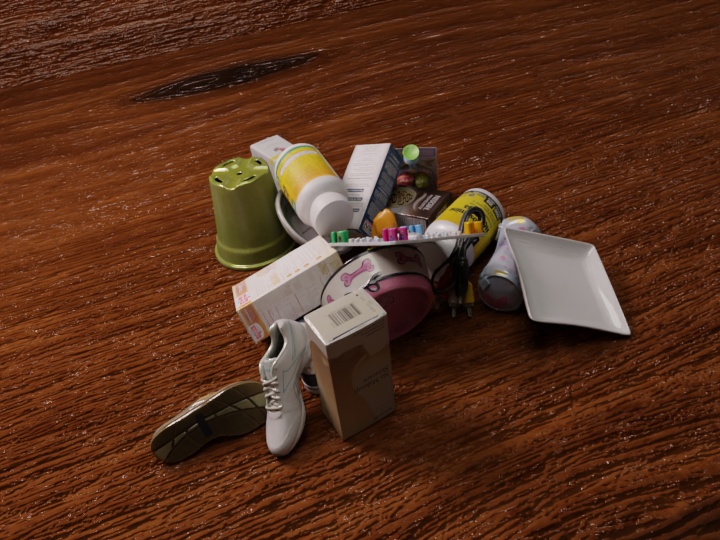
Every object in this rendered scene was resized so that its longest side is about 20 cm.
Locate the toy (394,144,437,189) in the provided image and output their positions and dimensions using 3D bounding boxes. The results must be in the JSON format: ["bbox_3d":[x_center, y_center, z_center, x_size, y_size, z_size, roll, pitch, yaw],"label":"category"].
[{"bbox_3d":[0.118,-0.209,1.295,0.112,0.201,0.048,0,67,8],"label":"toy"}]

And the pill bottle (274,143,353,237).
[{"bbox_3d":[-0.091,-0.158,1.142,0.110,0.115,0.201,-21,47,-16],"label":"pill bottle"}]

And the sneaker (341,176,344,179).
[{"bbox_3d":[-0.016,-0.199,1.308,0.069,0.100,0.201,41,23,-7],"label":"sneaker"}]

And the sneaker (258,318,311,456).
[{"bbox_3d":[-0.124,0.172,0.864,0.069,0.080,0.206,-7,69,32],"label":"sneaker"}]

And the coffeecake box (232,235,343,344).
[{"bbox_3d":[-0.128,0.028,1.038,0.197,0.074,0.153,-31,20,-7],"label":"coffeecake box"}]

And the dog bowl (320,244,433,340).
[{"bbox_3d":[0.035,0.051,0.959,0.195,0.202,0.075,-18,56,-12],"label":"dog bowl"}]

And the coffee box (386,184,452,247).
[{"bbox_3d":[0.092,-0.123,1.242,0.196,0.081,0.113,13,42,33],"label":"coffee box"}]

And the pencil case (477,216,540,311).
[{"bbox_3d":[0.280,-0.017,1.068,0.083,0.091,0.201,-32,19,44],"label":"pencil case"}]

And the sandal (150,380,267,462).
[{"bbox_3d":[-0.229,0.226,0.887,0.196,0.082,0.054,-24,18,-13],"label":"sandal"}]

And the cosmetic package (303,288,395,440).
[{"bbox_3d":[-0.011,0.140,0.836,0.103,0.204,0.071,-25,41,-20],"label":"cosmetic package"}]

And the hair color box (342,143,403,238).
[{"bbox_3d":[0.007,-0.162,1.190,0.098,0.060,0.204,6,67,40],"label":"hair color box"}]

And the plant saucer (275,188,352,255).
[{"bbox_3d":[-0.103,-0.099,1.238,0.197,0.050,0.203,26,37,-21],"label":"plant saucer"}]

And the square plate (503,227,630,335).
[{"bbox_3d":[0.349,0.021,0.989,0.193,0.029,0.204,10,49,-16],"label":"square plate"}]

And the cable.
[{"bbox_3d":[0.173,-0.021,1.039,0.095,0.050,0.206,13,74,-12],"label":"cable"}]

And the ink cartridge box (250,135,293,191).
[{"bbox_3d":[-0.173,-0.217,1.373,0.082,0.148,0.199,-26,41,-25],"label":"ink cartridge box"}]

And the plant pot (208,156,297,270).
[{"bbox_3d":[-0.246,-0.136,1.250,0.194,0.188,0.203,-6,38,4],"label":"plant pot"}]

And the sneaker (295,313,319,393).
[{"bbox_3d":[-0.095,0.114,0.989,0.077,0.081,0.201,-20,38,-13],"label":"sneaker"}]

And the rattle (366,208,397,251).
[{"bbox_3d":[0.000,0.000,1.071,0.197,0.145,0.131,-25,58,-30],"label":"rattle"}]

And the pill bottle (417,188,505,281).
[{"bbox_3d":[0.196,-0.069,1.134,0.111,0.115,0.200,20,46,33],"label":"pill bottle"}]

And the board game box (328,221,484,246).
[{"bbox_3d":[0.074,-0.062,0.966,0.196,0.027,0.198,-7,6,-32],"label":"board game box"}]
